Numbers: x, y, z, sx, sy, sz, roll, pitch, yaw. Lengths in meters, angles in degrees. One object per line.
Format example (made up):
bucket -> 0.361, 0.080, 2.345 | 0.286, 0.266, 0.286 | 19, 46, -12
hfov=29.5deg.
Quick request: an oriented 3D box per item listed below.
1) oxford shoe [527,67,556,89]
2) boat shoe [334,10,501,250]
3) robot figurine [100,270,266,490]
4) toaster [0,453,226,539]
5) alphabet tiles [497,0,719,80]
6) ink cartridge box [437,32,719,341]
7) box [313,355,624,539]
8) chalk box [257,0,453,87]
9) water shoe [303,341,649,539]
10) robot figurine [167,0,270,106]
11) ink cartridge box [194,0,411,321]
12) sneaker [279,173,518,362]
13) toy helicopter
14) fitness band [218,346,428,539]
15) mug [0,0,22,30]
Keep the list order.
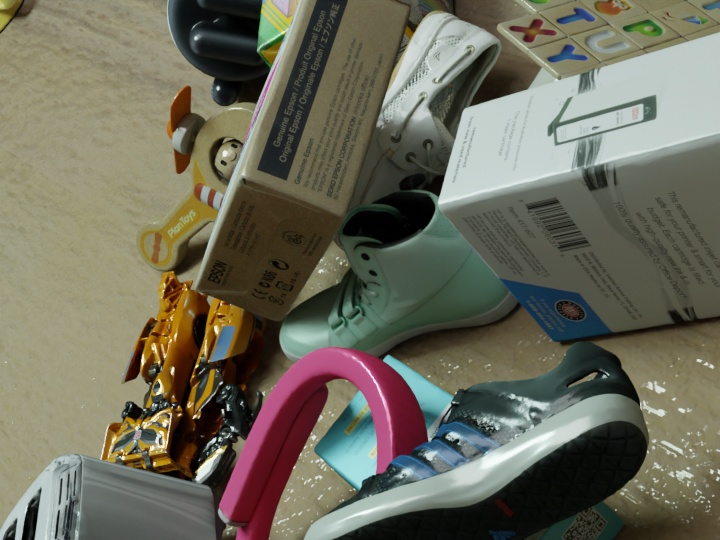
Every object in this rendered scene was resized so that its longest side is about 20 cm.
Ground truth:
oxford shoe -> 0.166, -0.165, 0.985 | 0.200, 0.058, 0.075 | -48, 38, -1
boat shoe -> 0.044, -0.100, 1.030 | 0.069, 0.071, 0.202 | 22, 83, 29
robot figurine -> -0.135, 0.087, 1.034 | 0.144, 0.058, 0.202 | -16, 45, 35
toaster -> -0.162, 0.212, 0.864 | 0.114, 0.128, 0.201 | -48, 31, 33
alphabet tiles -> 0.195, -0.157, 0.876 | 0.198, 0.006, 0.167 | -20, 46, -25
ink cartridge box -> 0.169, -0.043, 0.788 | 0.198, 0.146, 0.085 | -12, 46, 36
box -> 0.057, 0.128, 0.814 | 0.083, 0.049, 0.200 | -51, 36, -7
chalk box -> -0.001, -0.233, 1.158 | 0.123, 0.124, 0.201 | -25, 39, 24
water shoe -> 0.060, 0.109, 0.736 | 0.198, 0.072, 0.079 | -25, 36, 15
robot figurine -> -0.112, -0.247, 1.261 | 0.150, 0.125, 0.200 | -39, 19, 13
ink cartridge box -> -0.044, -0.079, 0.937 | 0.200, 0.074, 0.166 | 124, 163, -63
sneaker -> 0.000, 0.000, 0.936 | 0.199, 0.118, 0.074 | -19, 45, 33
toy helicopter -> -0.132, -0.069, 1.139 | 0.200, 0.133, 0.079 | -39, 3, 38
fitness band -> -0.027, 0.143, 0.829 | 0.144, 0.037, 0.202 | 43, 114, 50
mug -> -0.537, -0.394, 1.813 | 0.185, 0.153, 0.150 | -22, 41, 27
